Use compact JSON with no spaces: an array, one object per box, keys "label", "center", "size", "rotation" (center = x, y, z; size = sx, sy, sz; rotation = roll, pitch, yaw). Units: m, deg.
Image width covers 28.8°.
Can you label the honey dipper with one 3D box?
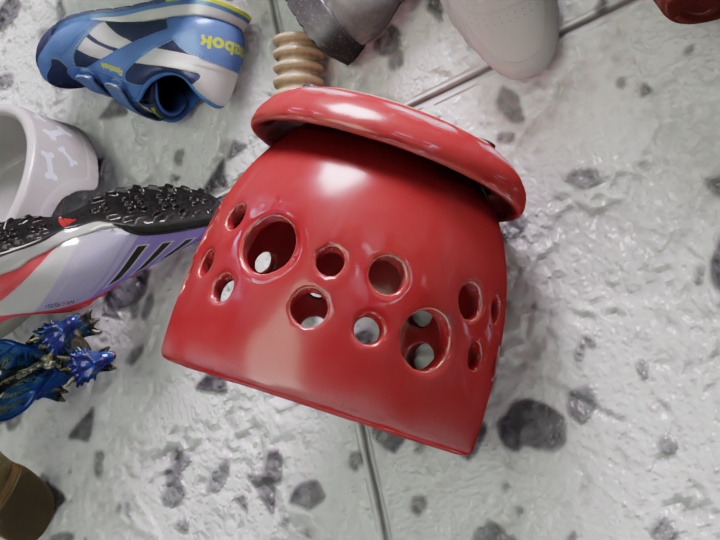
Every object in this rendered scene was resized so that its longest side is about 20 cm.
[{"label":"honey dipper","center":[-0.043,-0.066,0.987],"size":[0.038,0.038,0.202],"rotation":[-6,81,33]}]

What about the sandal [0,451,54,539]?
[{"label":"sandal","center":[-0.311,0.132,1.040],"size":[0.069,0.212,0.078],"rotation":[12,57,34]}]

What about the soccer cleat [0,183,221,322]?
[{"label":"soccer cleat","center":[-0.194,-0.010,1.021],"size":[0.068,0.198,0.074],"rotation":[-133,33,-55]}]

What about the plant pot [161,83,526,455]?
[{"label":"plant pot","center":[0.000,0.000,0.854],"size":[0.199,0.200,0.184],"rotation":[14,81,35]}]

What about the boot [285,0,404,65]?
[{"label":"boot","center":[-0.015,-0.255,0.987],"size":[0.132,0.070,0.201],"rotation":[-41,73,19]}]

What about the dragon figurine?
[{"label":"dragon figurine","center":[-0.254,0.078,1.059],"size":[0.199,0.099,0.059],"rotation":[-23,87,27]}]

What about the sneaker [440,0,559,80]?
[{"label":"sneaker","center":[0.072,-0.215,0.876],"size":[0.076,0.081,0.202],"rotation":[-19,95,9]}]

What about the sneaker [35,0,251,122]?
[{"label":"sneaker","center":[-0.173,-0.154,1.067],"size":[0.199,0.074,0.083],"rotation":[-4,82,35]}]

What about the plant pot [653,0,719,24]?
[{"label":"plant pot","center":[0.188,-0.259,0.778],"size":[0.200,0.200,0.196],"rotation":[-35,73,25]}]

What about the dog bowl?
[{"label":"dog bowl","center":[-0.295,-0.041,1.102],"size":[0.199,0.059,0.201],"rotation":[-23,51,31]}]
